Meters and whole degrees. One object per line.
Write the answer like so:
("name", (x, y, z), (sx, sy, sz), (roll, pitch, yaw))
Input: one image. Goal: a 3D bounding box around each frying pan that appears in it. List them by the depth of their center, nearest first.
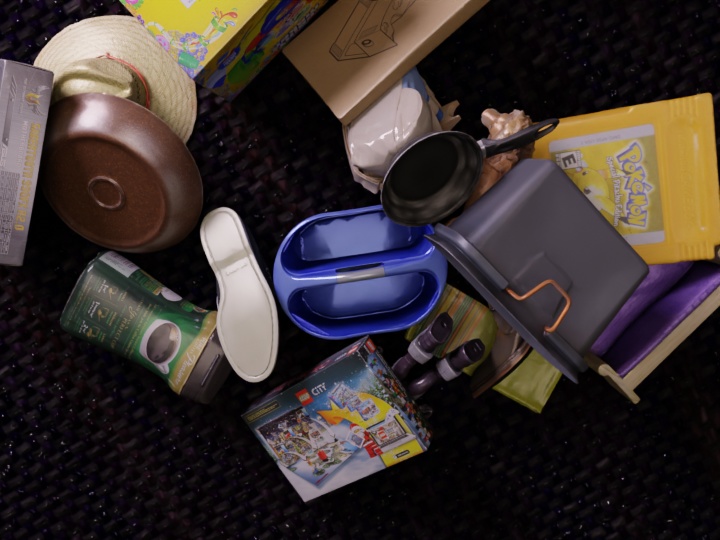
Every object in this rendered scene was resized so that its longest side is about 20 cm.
("frying pan", (0.097, -0.117, 0.673), (0.190, 0.031, 0.115), (-42, 139, 14))

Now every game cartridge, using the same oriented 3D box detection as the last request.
("game cartridge", (0.296, -0.093, 0.773), (0.197, 0.032, 0.180), (-5, 98, 27))

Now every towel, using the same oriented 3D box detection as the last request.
("towel", (0.158, 0.095, 0.843), (0.198, 0.018, 0.087), (29, 97, -5))

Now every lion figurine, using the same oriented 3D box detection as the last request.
("lion figurine", (0.136, -0.080, 0.766), (0.071, 0.123, 0.203), (18, 98, -3))

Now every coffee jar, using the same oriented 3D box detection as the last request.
("coffee jar", (-0.238, 0.068, 0.799), (0.198, 0.085, 0.105), (31, 95, -5))

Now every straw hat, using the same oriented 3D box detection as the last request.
("straw hat", (-0.291, -0.195, 0.762), (0.197, 0.085, 0.205), (0, 97, -1))

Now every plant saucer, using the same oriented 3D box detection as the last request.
("plant saucer", (-0.275, -0.093, 0.754), (0.196, 0.037, 0.203), (5, 128, 6))

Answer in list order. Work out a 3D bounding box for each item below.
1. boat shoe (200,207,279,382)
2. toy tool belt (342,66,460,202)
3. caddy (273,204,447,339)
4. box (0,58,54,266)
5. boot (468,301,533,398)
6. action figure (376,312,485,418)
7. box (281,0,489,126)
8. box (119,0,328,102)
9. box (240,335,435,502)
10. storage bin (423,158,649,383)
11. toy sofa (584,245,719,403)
("boat shoe", (-0.131, 0.030, 0.780), (0.074, 0.066, 0.202), (-25, 74, 6))
("toy tool belt", (0.047, -0.171, 0.757), (0.123, 0.123, 0.203), (-12, 56, 26))
("caddy", (0.000, 0.000, 0.782), (0.196, 0.105, 0.144), (-9, 97, 1))
("box", (-0.385, -0.123, 0.736), (0.048, 0.158, 0.204), (7, 100, -37))
("boot", (0.176, 0.054, 0.810), (0.097, 0.074, 0.201), (44, 104, 18))
("action figure", (0.050, 0.135, 0.807), (0.130, 0.069, 0.200), (46, 120, -4))
("box", (0.022, -0.264, 0.734), (0.199, 0.164, 0.021), (-39, 138, 5))
("box", (-0.123, -0.298, 0.697), (0.200, 0.193, 0.122), (-44, 96, 6))
("box", (-0.030, 0.179, 0.799), (0.199, 0.038, 0.138), (-32, 97, 31))
("storage bin", (0.183, -0.010, 0.678), (0.200, 0.146, 0.135), (43, 93, -11))
("toy sofa", (0.347, 0.048, 0.806), (0.098, 0.083, 0.200), (44, 95, -7))
